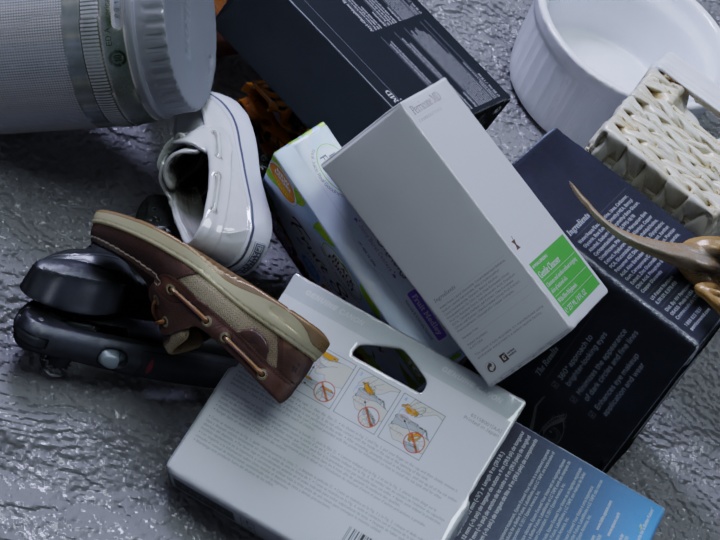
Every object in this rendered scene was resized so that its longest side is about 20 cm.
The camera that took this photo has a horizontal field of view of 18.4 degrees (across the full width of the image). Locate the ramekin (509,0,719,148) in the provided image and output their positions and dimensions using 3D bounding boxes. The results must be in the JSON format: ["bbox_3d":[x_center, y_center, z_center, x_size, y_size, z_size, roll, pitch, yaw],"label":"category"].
[{"bbox_3d":[0.235,-0.191,2.053,0.200,0.098,0.201,15,44,-15],"label":"ramekin"}]

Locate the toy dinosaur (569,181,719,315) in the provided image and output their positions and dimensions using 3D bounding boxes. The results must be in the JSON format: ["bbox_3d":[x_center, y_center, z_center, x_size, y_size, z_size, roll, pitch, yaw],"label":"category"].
[{"bbox_3d":[0.250,-0.007,1.637,0.200,0.060,0.106,8,21,-33],"label":"toy dinosaur"}]

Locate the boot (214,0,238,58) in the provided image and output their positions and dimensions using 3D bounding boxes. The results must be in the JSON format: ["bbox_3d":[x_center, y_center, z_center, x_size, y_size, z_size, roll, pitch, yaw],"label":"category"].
[{"bbox_3d":[-0.078,-0.186,1.865,0.200,0.069,0.188,14,15,-12],"label":"boot"}]

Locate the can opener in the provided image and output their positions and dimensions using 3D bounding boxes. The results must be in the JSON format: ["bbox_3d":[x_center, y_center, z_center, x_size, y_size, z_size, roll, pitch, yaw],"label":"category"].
[{"bbox_3d":[-0.161,0.054,1.624,0.200,0.079,0.063,19,34,-26],"label":"can opener"}]

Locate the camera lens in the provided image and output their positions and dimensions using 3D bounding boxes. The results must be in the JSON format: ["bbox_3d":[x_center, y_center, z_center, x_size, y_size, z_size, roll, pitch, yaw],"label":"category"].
[{"bbox_3d":[-0.225,-0.187,1.698,0.200,0.160,0.160,-3,42,13],"label":"camera lens"}]

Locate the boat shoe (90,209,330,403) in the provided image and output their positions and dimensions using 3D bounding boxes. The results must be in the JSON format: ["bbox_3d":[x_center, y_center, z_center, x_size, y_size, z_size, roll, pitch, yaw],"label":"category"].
[{"bbox_3d":[-0.119,0.026,1.570,0.200,0.072,0.072,31,-4,15],"label":"boat shoe"}]

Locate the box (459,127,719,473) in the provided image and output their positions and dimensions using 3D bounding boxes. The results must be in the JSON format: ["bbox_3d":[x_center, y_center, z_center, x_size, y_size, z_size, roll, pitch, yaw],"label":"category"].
[{"bbox_3d":[0.162,0.034,1.723,0.200,0.197,0.117,39,42,9],"label":"box"}]

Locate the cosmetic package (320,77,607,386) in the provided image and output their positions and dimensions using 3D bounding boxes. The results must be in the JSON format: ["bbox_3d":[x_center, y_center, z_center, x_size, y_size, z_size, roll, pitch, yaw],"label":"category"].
[{"bbox_3d":[0.075,-0.029,1.591,0.200,0.085,0.108,53,26,-1],"label":"cosmetic package"}]

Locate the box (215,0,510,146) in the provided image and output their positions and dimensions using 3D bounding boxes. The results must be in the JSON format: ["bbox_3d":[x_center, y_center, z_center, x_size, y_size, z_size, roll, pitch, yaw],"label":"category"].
[{"bbox_3d":[0.001,-0.168,1.786,0.200,0.079,0.141,48,35,12],"label":"box"}]

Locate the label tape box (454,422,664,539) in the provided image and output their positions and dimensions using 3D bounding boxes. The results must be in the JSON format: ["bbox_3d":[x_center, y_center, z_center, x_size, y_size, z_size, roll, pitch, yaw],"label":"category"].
[{"bbox_3d":[0.109,0.189,1.646,0.200,0.066,0.143,28,42,6],"label":"label tape box"}]

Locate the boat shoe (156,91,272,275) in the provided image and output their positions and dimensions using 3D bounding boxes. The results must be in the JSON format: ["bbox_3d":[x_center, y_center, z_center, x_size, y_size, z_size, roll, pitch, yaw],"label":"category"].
[{"bbox_3d":[-0.122,-0.075,1.683,0.066,0.072,0.200,22,35,-31],"label":"boat shoe"}]

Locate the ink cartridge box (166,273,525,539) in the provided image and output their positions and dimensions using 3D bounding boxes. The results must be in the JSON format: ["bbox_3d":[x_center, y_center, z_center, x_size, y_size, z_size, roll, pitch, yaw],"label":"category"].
[{"bbox_3d":[-0.010,0.123,1.578,0.200,0.044,0.174,29,70,11],"label":"ink cartridge box"}]

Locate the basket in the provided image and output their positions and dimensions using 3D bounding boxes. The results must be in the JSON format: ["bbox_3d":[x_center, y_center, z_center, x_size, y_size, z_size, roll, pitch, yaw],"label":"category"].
[{"bbox_3d":[0.239,-0.057,1.857,0.136,0.200,0.123,40,47,10],"label":"basket"}]

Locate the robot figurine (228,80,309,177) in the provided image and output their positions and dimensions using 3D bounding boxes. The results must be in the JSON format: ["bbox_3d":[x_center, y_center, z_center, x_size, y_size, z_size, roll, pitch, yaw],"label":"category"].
[{"bbox_3d":[-0.033,-0.088,1.832,0.145,0.058,0.200,-11,56,-39],"label":"robot figurine"}]

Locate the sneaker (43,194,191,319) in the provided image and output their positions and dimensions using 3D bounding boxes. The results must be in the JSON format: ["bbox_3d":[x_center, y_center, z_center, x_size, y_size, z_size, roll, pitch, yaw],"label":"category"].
[{"bbox_3d":[-0.161,-0.014,1.692,0.200,0.060,0.104,4,43,-27],"label":"sneaker"}]

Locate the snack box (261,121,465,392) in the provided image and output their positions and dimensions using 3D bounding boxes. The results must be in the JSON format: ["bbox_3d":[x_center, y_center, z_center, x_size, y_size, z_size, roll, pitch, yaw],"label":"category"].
[{"bbox_3d":[0.000,0.000,1.671,0.053,0.142,0.200,-33,84,-16],"label":"snack box"}]
